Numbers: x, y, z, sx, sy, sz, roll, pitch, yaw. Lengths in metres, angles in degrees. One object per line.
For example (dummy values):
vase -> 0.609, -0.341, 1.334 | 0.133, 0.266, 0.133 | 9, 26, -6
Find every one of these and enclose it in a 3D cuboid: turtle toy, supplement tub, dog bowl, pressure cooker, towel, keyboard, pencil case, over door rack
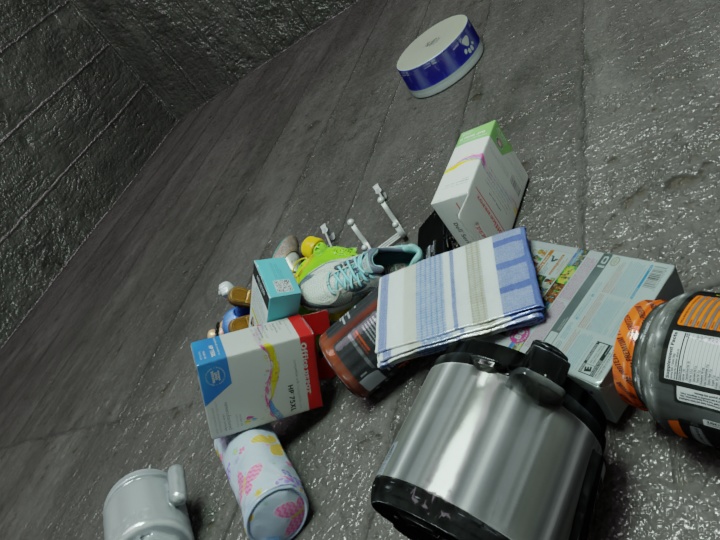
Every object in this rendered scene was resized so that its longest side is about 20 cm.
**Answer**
turtle toy -> -0.059, 0.046, 0.982 | 0.144, 0.102, 0.201 | 23, 68, 32
supplement tub -> 0.047, 0.070, 0.819 | 0.199, 0.107, 0.107 | -40, 29, 6
dog bowl -> 0.185, -0.504, 1.439 | 0.198, 0.079, 0.202 | -30, 31, 20
pressure cooker -> 0.121, 0.158, 0.545 | 0.174, 0.179, 0.202 | -4, 47, 51
towel -> 0.106, 0.030, 0.704 | 0.197, 0.024, 0.148 | -21, 38, 20
supplement tub -> 0.310, 0.083, 0.473 | 0.123, 0.123, 0.199 | -52, 31, -19
keyboard -> 0.127, -0.027, 0.943 | 0.104, 0.039, 0.202 | -50, 22, 38
pencil case -> -0.136, 0.267, 0.805 | 0.092, 0.082, 0.200 | -62, 30, 3
over door rack -> -0.007, -0.081, 1.125 | 0.147, 0.067, 0.201 | -35, 30, 9

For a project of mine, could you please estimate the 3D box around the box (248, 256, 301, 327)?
box -> -0.133, 0.085, 0.921 | 0.048, 0.202, 0.083 | -8, 43, -24

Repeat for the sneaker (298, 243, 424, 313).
sneaker -> 0.000, 0.000, 0.877 | 0.196, 0.087, 0.079 | -17, 72, -6

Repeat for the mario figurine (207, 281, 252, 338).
mario figurine -> -0.230, 0.103, 1.058 | 0.124, 0.105, 0.200 | -58, 2, -29

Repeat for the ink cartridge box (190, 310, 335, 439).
ink cartridge box -> -0.121, 0.138, 0.841 | 0.196, 0.118, 0.067 | -14, 24, -18

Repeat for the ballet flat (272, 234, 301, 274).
ballet flat -> -0.151, 0.020, 1.182 | 0.066, 0.068, 0.202 | 9, 60, 30

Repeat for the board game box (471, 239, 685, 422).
board game box -> 0.217, 0.051, 0.658 | 0.148, 0.065, 0.199 | -49, 33, -15

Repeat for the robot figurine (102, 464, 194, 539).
robot figurine -> -0.294, 0.354, 0.846 | 0.170, 0.113, 0.200 | -51, 30, -4

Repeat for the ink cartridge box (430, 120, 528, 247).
ink cartridge box -> 0.172, -0.104, 0.889 | 0.067, 0.117, 0.202 | -11, 41, 42
